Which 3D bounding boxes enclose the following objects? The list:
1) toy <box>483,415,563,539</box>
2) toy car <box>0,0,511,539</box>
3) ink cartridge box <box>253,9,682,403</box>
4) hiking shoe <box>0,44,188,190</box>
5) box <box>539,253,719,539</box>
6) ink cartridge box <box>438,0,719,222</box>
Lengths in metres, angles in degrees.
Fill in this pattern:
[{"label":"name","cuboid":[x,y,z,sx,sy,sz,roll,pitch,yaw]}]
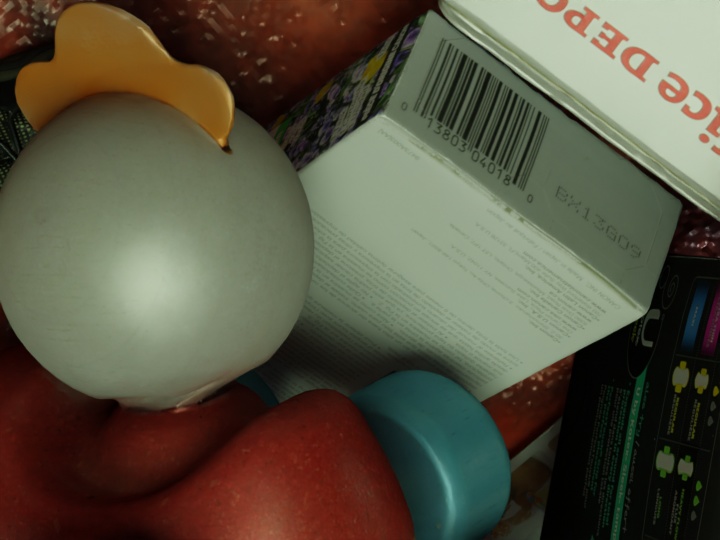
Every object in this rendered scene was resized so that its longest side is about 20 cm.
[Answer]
[{"label":"toy","cuboid":[0.060,0.140,1.017,0.115,0.047,0.200,41,107,-19]},{"label":"toy car","cuboid":[-0.073,0.016,0.841,0.176,0.184,0.201,4,109,38]},{"label":"ink cartridge box","cuboid":[0.000,0.000,0.928,0.109,0.050,0.200,36,144,-18]},{"label":"hiking shoe","cuboid":[-0.137,-0.011,0.904,0.199,0.101,0.076,-17,116,6]},{"label":"box","cuboid":[0.155,0.066,0.880,0.148,0.200,0.125,11,89,-11]},{"label":"ink cartridge box","cuboid":[0.137,-0.127,0.854,0.147,0.083,0.200,36,110,-3]}]
